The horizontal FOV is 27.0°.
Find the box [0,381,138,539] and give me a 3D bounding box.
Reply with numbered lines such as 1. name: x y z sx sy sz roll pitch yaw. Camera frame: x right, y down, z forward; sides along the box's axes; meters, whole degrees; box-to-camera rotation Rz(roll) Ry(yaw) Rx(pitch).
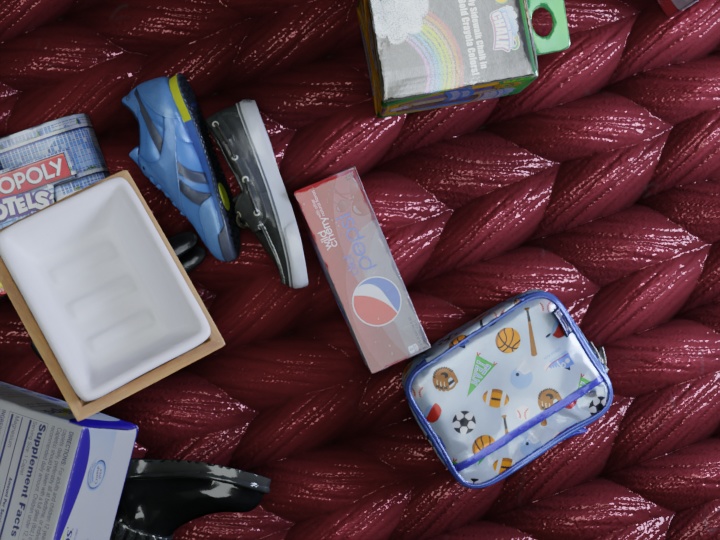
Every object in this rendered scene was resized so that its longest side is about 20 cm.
1. box: -0.341 0.212 1.450 0.200 0.105 0.184 14 90 24

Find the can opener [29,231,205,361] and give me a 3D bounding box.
1. can opener: -0.245 0.024 1.514 0.200 0.063 0.079 -31 64 -12

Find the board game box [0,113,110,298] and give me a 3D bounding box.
1. board game box: -0.355 -0.081 1.505 0.200 0.062 0.200 -20 92 -2

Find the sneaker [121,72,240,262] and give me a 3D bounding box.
1. sneaker: -0.182 -0.097 1.516 0.078 0.066 0.201 -21 90 7

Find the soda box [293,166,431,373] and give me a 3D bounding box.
1. soda box: 0.000 0.000 1.520 0.070 0.063 0.200 -23 90 -3

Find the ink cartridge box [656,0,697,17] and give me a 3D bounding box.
1. ink cartridge box: 0.319 -0.345 1.467 0.083 0.200 0.147 -34 92 -3

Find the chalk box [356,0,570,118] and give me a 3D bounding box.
1. chalk box: 0.106 -0.234 1.497 0.199 0.124 0.125 -9 89 -4

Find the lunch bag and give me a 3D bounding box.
1. lunch bag: 0.154 0.120 1.523 0.200 0.076 0.160 -31 93 -1

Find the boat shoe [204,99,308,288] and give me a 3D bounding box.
1. boat shoe: -0.103 -0.073 1.516 0.056 0.069 0.200 -18 83 -5

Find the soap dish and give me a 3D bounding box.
1. soap dish: -0.246 0.026 1.431 0.157 0.081 0.200 -28 80 -17

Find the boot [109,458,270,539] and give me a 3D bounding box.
1. boot: -0.196 0.269 1.501 0.211 0.079 0.158 1 83 8
